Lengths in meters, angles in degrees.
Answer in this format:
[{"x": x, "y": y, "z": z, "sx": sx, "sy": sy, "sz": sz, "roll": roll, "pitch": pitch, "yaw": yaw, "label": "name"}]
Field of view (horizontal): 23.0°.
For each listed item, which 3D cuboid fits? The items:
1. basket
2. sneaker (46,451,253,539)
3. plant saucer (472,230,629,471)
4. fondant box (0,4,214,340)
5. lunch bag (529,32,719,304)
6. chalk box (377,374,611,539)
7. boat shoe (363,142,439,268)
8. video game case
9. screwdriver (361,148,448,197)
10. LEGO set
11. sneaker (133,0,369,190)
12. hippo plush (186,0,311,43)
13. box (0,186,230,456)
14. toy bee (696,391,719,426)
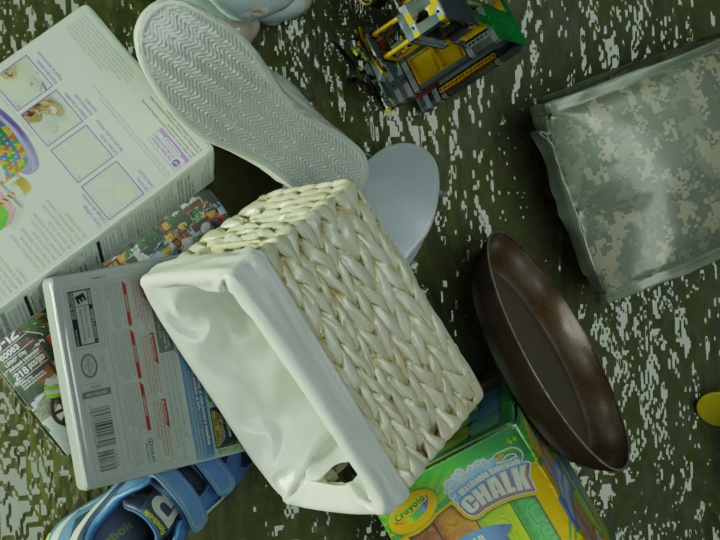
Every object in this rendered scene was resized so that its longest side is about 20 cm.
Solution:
[{"x": -0.028, "y": 0.048, "z": 1.180, "sx": 0.123, "sy": 0.135, "sz": 0.200, "roll": -42, "pitch": 110, "yaw": -28, "label": "basket"}, {"x": -0.134, "y": 0.157, "z": 1.258, "sx": 0.200, "sy": 0.082, "sz": 0.074, "roll": -46, "pitch": 101, "yaw": -16, "label": "sneaker"}, {"x": 0.137, "y": 0.065, "z": 1.311, "sx": 0.032, "sy": 0.200, "sz": 0.200, "roll": -30, "pitch": 100, "yaw": 17, "label": "plant saucer"}, {"x": -0.221, "y": -0.067, "z": 1.219, "sx": 0.200, "sy": 0.058, "sz": 0.144, "roll": -38, "pitch": 78, "yaw": -16, "label": "fondant box"}, {"x": 0.230, "y": -0.081, "z": 1.366, "sx": 0.200, "sy": 0.118, "sz": 0.164, "roll": -21, "pitch": 97, "yaw": -22, "label": "lunch bag"}, {"x": 0.086, "y": 0.162, "z": 1.290, "sx": 0.124, "sy": 0.124, "sz": 0.200, "roll": -30, "pitch": 100, "yaw": 12, "label": "chalk box"}, {"x": 0.000, "y": 0.000, "z": 1.315, "sx": 0.073, "sy": 0.065, "sz": 0.200, "roll": 27, "pitch": 87, "yaw": 3, "label": "boat shoe"}, {"x": -0.113, "y": 0.059, "z": 1.217, "sx": 0.200, "sy": 0.018, "sz": 0.144, "roll": -11, "pitch": 93, "yaw": -31, "label": "video game case"}, {"x": -0.022, "y": -0.096, "z": 1.329, "sx": 0.200, "sy": 0.028, "sz": 0.029, "roll": 31, "pitch": 110, "yaw": -16, "label": "screwdriver"}, {"x": 0.023, "y": -0.190, "z": 1.286, "sx": 0.116, "sy": 0.200, "sz": 0.154, "roll": -31, "pitch": 85, "yaw": 24, "label": "LEGO set"}, {"x": -0.091, "y": -0.123, "z": 1.233, "sx": 0.200, "sy": 0.116, "sz": 0.074, "roll": 41, "pitch": 91, "yaw": -29, "label": "sneaker"}, {"x": -0.102, "y": -0.247, "z": 1.233, "sx": 0.200, "sy": 0.161, "sz": 0.160, "roll": 35, "pitch": 79, "yaw": -15, "label": "hippo plush"}, {"x": -0.177, "y": 0.017, "z": 1.268, "sx": 0.200, "sy": 0.038, "sz": 0.137, "roll": -40, "pitch": 101, "yaw": -15, "label": "box"}, {"x": 0.328, "y": 0.140, "z": 1.417, "sx": 0.131, "sy": 0.109, "sz": 0.200, "roll": 31, "pitch": 64, "yaw": 16, "label": "toy bee"}]
